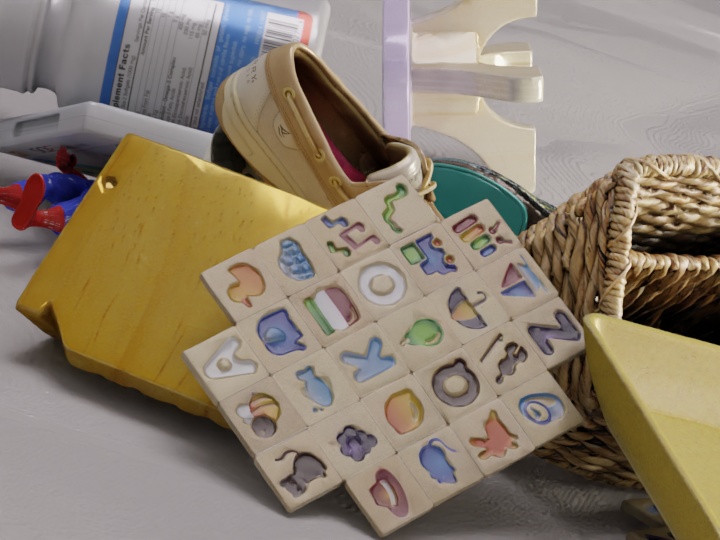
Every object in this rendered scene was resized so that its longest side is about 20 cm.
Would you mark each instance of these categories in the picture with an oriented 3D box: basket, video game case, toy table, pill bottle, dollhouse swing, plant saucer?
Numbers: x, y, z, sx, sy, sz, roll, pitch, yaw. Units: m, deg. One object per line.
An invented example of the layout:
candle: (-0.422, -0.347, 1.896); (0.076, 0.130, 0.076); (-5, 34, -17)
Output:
basket: (0.184, 0.032, 1.605); (0.199, 0.149, 0.143); (4, 62, -41)
video game case: (-0.109, -0.064, 1.811); (0.199, 0.022, 0.182); (14, -7, -24)
toy table: (0.075, -0.147, 2.199); (0.116, 0.185, 0.200); (0, 24, 1)
pill bottle: (-0.125, -0.135, 1.822); (0.199, 0.113, 0.112); (12, 15, -2)
dollhouse swing: (-0.057, 0.045, 1.606); (0.199, 0.176, 0.182); (21, 57, 15)
plant saucer: (0.215, 0.114, 1.483); (0.199, 0.049, 0.200); (15, 27, -28)

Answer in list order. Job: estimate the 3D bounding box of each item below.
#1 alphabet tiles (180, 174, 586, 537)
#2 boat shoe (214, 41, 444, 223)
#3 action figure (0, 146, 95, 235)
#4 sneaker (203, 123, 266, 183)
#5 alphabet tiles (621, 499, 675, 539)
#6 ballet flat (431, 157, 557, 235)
alphabet tiles: (0.016, 0.040, 1.493); (0.199, 0.006, 0.167); (-27, 70, -28)
boat shoe: (0.006, -0.048, 1.671); (0.200, 0.069, 0.074); (44, 38, -13)
action figure: (-0.159, -0.044, 1.757); (0.065, 0.052, 0.200); (21, 4, 25)
sneaker: (-0.029, -0.010, 1.738); (0.200, 0.088, 0.077); (38, 48, -19)
alphabet tiles: (0.239, 0.156, 1.554); (0.199, 0.006, 0.166); (0, 22, -46)
ballet flat: (0.119, -0.013, 1.948); (0.200, 0.075, 0.074); (32, 20, 24)
